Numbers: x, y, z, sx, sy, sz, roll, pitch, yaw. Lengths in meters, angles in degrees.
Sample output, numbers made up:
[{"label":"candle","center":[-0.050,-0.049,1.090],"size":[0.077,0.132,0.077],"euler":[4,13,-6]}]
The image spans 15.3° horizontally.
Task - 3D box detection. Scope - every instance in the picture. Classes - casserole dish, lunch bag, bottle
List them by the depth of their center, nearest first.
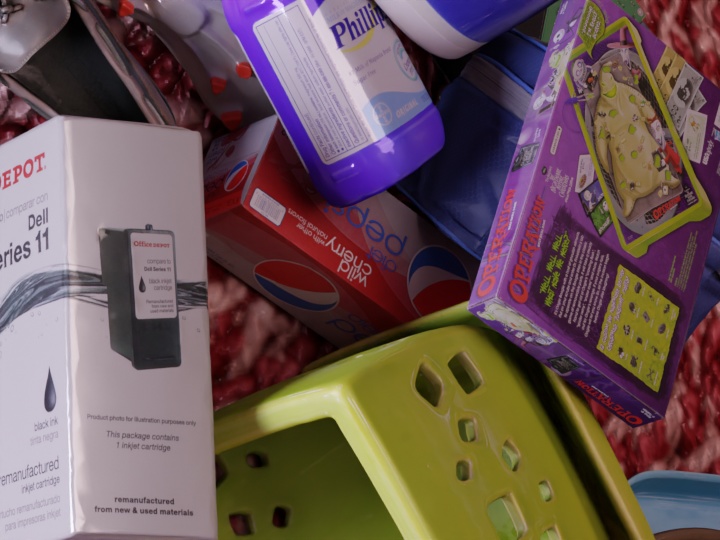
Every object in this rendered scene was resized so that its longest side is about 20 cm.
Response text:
[{"label":"bottle","center":[-0.029,-0.135,1.378],"size":[0.201,0.065,0.083],"euler":[62,32,-7]},{"label":"lunch bag","center":[0.133,-0.041,1.497],"size":[0.199,0.136,0.133],"euler":[35,95,-26]},{"label":"casserole dish","center":[0.205,0.184,1.589],"size":[0.199,0.039,0.122],"euler":[8,74,-37]}]

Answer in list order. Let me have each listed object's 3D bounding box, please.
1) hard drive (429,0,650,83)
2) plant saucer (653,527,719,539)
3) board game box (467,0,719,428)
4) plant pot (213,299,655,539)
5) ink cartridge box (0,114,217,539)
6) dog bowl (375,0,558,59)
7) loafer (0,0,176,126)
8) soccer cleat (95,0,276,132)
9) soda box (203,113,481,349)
[{"label":"hard drive","center":[0.077,-0.182,1.584],"size":[0.200,0.038,0.140],"euler":[53,54,-14]},{"label":"plant saucer","center":[0.170,0.241,1.513],"size":[0.199,0.029,0.202],"euler":[-6,102,-27]},{"label":"board game box","center":[0.129,-0.034,1.375],"size":[0.120,0.032,0.201],"euler":[38,54,-28]},{"label":"plant pot","center":[0.024,0.128,1.368],"size":[0.181,0.199,0.200],"euler":[-33,97,-44]},{"label":"ink cartridge box","center":[-0.141,0.039,1.290],"size":[0.083,0.146,0.202],"euler":[7,74,-35]},{"label":"dog bowl","center":[0.037,-0.219,1.430],"size":[0.200,0.078,0.201],"euler":[50,24,-31]},{"label":"loafer","center":[-0.154,-0.113,1.342],"size":[0.072,0.063,0.200],"euler":[-45,123,0]},{"label":"soccer cleat","center":[-0.083,-0.139,1.432],"size":[0.200,0.069,0.078],"euler":[39,26,-33]},{"label":"soda box","center":[0.000,0.000,1.456],"size":[0.200,0.070,0.064],"euler":[36,59,-25]}]
